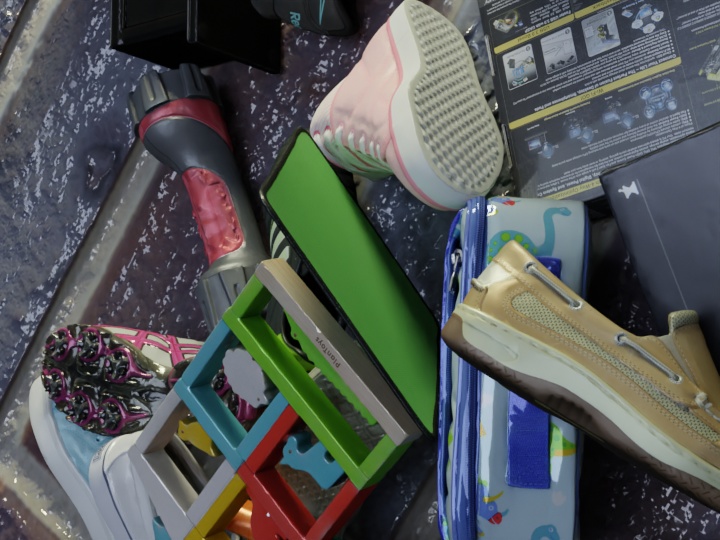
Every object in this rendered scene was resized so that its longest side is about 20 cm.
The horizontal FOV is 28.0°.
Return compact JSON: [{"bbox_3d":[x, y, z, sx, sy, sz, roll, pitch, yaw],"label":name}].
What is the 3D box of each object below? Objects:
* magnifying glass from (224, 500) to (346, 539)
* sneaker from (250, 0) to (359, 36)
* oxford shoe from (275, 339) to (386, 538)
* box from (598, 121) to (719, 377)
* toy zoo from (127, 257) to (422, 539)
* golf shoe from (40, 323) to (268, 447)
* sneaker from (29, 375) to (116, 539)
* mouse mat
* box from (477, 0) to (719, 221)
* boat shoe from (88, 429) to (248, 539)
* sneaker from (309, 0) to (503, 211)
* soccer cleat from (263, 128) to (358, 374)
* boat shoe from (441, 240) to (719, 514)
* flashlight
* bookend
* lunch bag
[{"bbox_3d":[-0.005,0.175,0.851,0.200,0.080,0.022,22,106,19],"label":"magnifying glass"},{"bbox_3d":[-0.002,-0.253,0.972,0.079,0.075,0.200,29,106,21],"label":"sneaker"},{"bbox_3d":[-0.016,0.110,0.886,0.075,0.058,0.200,25,127,5],"label":"oxford shoe"},{"bbox_3d":[0.245,0.007,0.700,0.182,0.104,0.200,-23,84,30],"label":"box"},{"bbox_3d":[-0.062,0.108,0.827,0.131,0.020,0.200,49,122,21],"label":"toy zoo"},{"bbox_3d":[-0.130,0.081,0.986,0.200,0.092,0.073,11,94,31],"label":"golf shoe"},{"bbox_3d":[-0.159,0.142,1.017,0.082,0.074,0.200,-38,71,16],"label":"sneaker"},{"bbox_3d":[0.000,0.000,0.817,0.008,0.200,0.161,-32,101,11],"label":"mouse mat"},{"bbox_3d":[0.172,-0.127,0.832,0.200,0.049,0.161,-20,70,31],"label":"box"},{"bbox_3d":[-0.100,0.192,0.920,0.065,0.074,0.200,-24,102,40],"label":"boat shoe"},{"bbox_3d":[0.023,-0.077,0.882,0.105,0.075,0.200,-46,27,27],"label":"sneaker"},{"bbox_3d":[-0.027,-0.011,0.916,0.081,0.067,0.200,133,147,-55],"label":"soccer cleat"},{"bbox_3d":[0.138,0.052,0.670,0.200,0.072,0.076,32,86,10],"label":"boat shoe"},{"bbox_3d":[-0.108,-0.046,1.002,0.068,0.068,0.200,-23,66,13],"label":"flashlight"},{"bbox_3d":[-0.161,-0.234,1.057,0.200,0.092,0.199,-6,80,36],"label":"bookend"},{"bbox_3d":[0.085,0.062,0.790,0.082,0.161,0.200,2,83,4],"label":"lunch bag"}]
